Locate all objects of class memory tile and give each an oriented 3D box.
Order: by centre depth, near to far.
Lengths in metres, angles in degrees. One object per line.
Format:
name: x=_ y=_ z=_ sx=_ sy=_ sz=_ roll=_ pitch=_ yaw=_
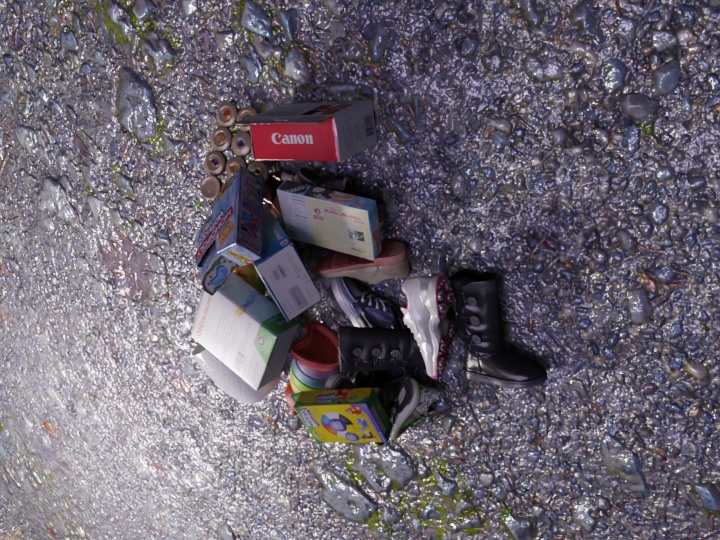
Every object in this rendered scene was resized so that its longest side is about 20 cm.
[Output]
memory tile: x=-0.244 y=-0.230 z=1.523 sx=0.151 sy=0.017 sz=0.204 roll=17 pitch=98 yaw=21

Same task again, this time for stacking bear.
stacking bear: x=-0.110 y=0.231 z=1.643 sx=0.113 sy=0.122 sz=0.202 roll=29 pitch=129 yaw=9

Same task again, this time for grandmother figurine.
grandmother figurine: x=-0.168 y=-0.151 z=1.538 sx=0.199 sy=0.060 sz=0.122 roll=40 pitch=120 yaw=10

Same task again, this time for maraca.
maraca: x=-0.261 y=-0.006 z=1.641 sx=0.136 sy=0.106 sz=0.204 roll=3 pitch=103 yaw=40

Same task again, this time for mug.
mug: x=-0.259 y=0.206 z=1.699 sx=0.176 sy=0.148 sz=0.199 roll=53 pitch=149 yaw=-14

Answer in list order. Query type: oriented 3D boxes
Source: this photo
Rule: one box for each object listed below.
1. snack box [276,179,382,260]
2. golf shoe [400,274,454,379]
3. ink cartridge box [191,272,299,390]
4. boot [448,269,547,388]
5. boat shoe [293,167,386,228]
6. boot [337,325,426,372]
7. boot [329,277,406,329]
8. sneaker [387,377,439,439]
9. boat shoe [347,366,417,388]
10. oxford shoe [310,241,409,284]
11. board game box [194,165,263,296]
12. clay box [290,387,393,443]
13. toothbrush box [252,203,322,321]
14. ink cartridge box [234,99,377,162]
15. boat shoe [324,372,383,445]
snack box: x=-0.058 y=-0.095 z=1.416 sx=0.197 sy=0.037 sz=0.117 roll=16 pitch=136 yaw=25
golf shoe: x=0.120 y=0.099 z=1.368 sx=0.090 sy=0.075 sz=0.204 roll=8 pitch=113 yaw=27
ink cartridge box: x=-0.239 y=0.120 z=1.548 sx=0.199 sy=0.087 sz=0.147 roll=34 pitch=121 yaw=18
boot: x=0.246 y=0.102 z=1.356 sx=0.163 sy=0.065 sz=0.204 roll=1 pitch=107 yaw=33
boat shoe: x=-0.035 y=-0.149 z=1.439 sx=0.198 sy=0.072 sz=0.065 roll=33 pitch=121 yaw=15
boot: x=0.053 y=0.116 z=1.441 sx=0.196 sy=0.066 sz=0.168 roll=2 pitch=110 yaw=4
boot: x=0.021 y=0.071 z=1.511 sx=0.090 sy=0.073 sz=0.202 roll=-28 pitch=96 yaw=26
sneaker: x=0.109 y=0.291 z=1.541 sx=0.087 sy=0.078 sz=0.201 roll=8 pitch=144 yaw=-10
boat shoe: x=0.037 y=0.209 z=1.560 sx=0.199 sy=0.056 sz=0.069 roll=-27 pitch=94 yaw=41
oxford shoe: x=0.000 y=0.000 z=1.461 sx=0.197 sy=0.071 sz=0.075 roll=-7 pitch=124 yaw=21
board game box: x=-0.252 y=-0.061 z=1.432 sx=0.061 sy=0.201 sz=0.200 roll=29 pitch=114 yaw=-32
clay box: x=-0.046 y=0.294 z=1.523 sx=0.197 sy=0.048 sz=0.116 roll=-9 pitch=125 yaw=29
toothbrush box: x=-0.166 y=-0.020 z=1.489 sx=0.148 sy=0.084 sz=0.200 roll=63 pitch=174 yaw=-35
ink cartridge box: x=-0.099 y=-0.247 z=1.366 sx=0.197 sy=0.175 sz=0.085 roll=6 pitch=115 yaw=33
boat shoe: x=0.000 y=0.291 z=1.581 sx=0.092 sy=0.075 sz=0.201 roll=16 pitch=150 yaw=35
